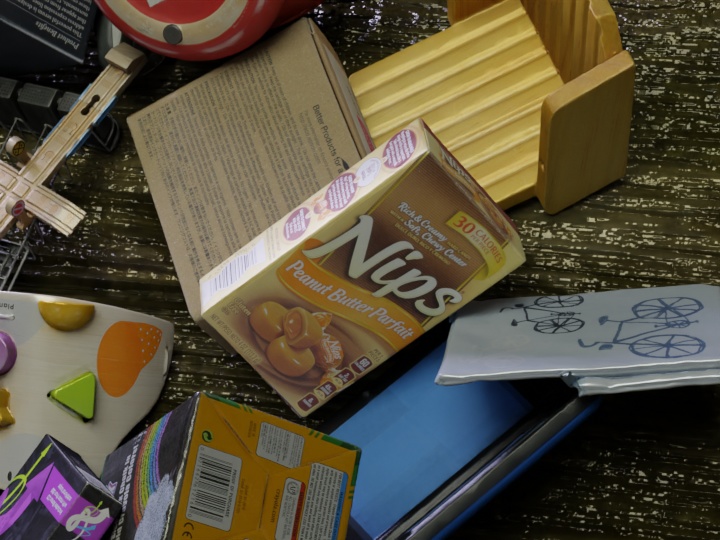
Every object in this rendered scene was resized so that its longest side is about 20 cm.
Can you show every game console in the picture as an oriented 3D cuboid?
[{"bbox_3d":[0.044,0.115,1.507,0.200,0.171,0.118,-40,84,-10],"label":"game console"}]

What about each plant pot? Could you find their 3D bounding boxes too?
[{"bbox_3d":[-0.109,-0.270,1.690,0.200,0.201,0.183,10,26,20],"label":"plant pot"}]

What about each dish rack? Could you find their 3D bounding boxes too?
[{"bbox_3d":[-0.296,-0.064,1.740,0.153,0.055,0.200,13,66,22],"label":"dish rack"}]

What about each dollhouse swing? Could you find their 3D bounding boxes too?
[{"bbox_3d":[0.079,-0.148,1.634,0.176,0.182,0.200,-17,56,-8],"label":"dollhouse swing"}]

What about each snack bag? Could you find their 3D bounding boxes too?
[{"bbox_3d":[0.151,0.047,1.498,0.200,0.021,0.189,-4,15,7],"label":"snack bag"}]

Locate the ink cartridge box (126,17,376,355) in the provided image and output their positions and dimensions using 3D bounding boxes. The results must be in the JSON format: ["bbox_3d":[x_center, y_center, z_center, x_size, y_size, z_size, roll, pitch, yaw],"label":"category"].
[{"bbox_3d":[-0.067,-0.063,1.650,0.165,0.075,0.200,-27,56,10],"label":"ink cartridge box"}]

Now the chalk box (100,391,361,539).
[{"bbox_3d":[-0.106,0.180,1.477,0.124,0.200,0.125,21,61,-21],"label":"chalk box"}]

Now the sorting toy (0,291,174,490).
[{"bbox_3d":[-0.255,0.110,1.613,0.200,0.107,0.180,4,80,17],"label":"sorting toy"}]

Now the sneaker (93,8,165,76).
[{"bbox_3d":[-0.201,-0.232,1.815,0.085,0.074,0.200,-15,51,21],"label":"sneaker"}]

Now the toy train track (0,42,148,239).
[{"bbox_3d":[-0.235,-0.099,1.692,0.115,0.033,0.200,29,72,26],"label":"toy train track"}]

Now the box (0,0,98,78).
[{"bbox_3d":[-0.279,-0.265,1.773,0.148,0.107,0.200,-4,66,46],"label":"box"}]

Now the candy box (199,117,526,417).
[{"bbox_3d":[0.000,0.000,1.542,0.200,0.115,0.055,-35,28,15],"label":"candy box"}]

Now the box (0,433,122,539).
[{"bbox_3d":[-0.245,0.213,1.496,0.200,0.036,0.143,-55,21,-4],"label":"box"}]
